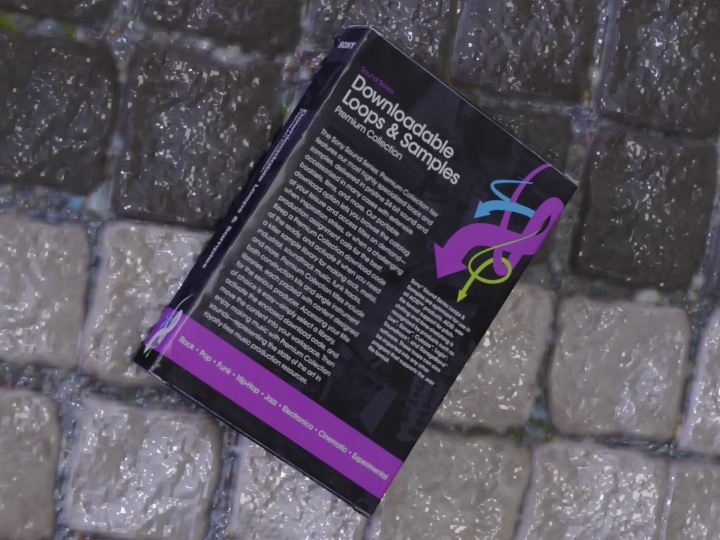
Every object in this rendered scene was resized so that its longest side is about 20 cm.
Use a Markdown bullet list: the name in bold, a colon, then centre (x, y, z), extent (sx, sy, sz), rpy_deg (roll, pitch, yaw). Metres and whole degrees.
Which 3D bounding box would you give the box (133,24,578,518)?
- **box**: centre (0.000, 0.000, 1.247), extent (0.143, 0.036, 0.200), rpy_deg (36, 84, -23)
